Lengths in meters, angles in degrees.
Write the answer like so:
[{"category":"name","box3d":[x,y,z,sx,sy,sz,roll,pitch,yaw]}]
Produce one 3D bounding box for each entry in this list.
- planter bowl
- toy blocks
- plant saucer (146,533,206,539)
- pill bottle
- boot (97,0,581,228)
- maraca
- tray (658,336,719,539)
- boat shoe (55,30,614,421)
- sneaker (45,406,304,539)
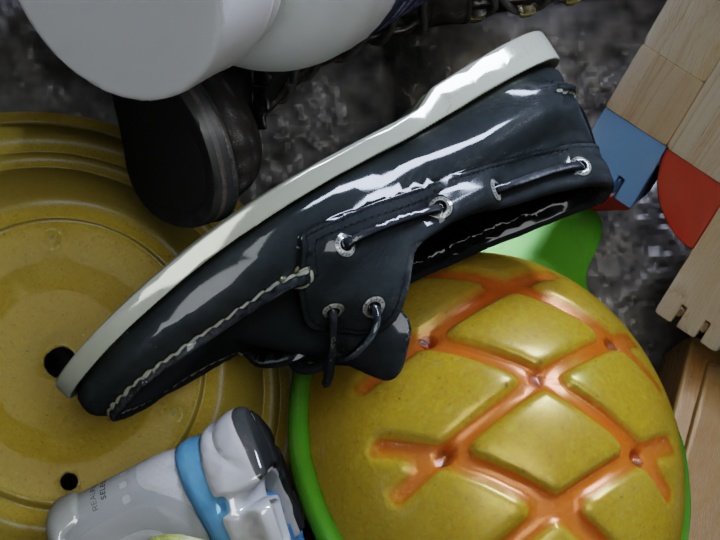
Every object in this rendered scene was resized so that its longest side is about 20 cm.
[{"category":"planter bowl","box3d":[-0.100,0.036,0.961,0.199,0.083,0.201,3,78,-13]},{"category":"toy blocks","box3d":[0.153,-0.024,0.991,0.200,0.100,0.137,34,112,10]},{"category":"plant saucer","box3d":[-0.004,0.197,0.900,0.199,0.048,0.200,20,119,-8]},{"category":"pill bottle","box3d":[-0.010,-0.126,0.876,0.111,0.111,0.200,52,47,2]},{"category":"boot","box3d":[-0.002,-0.089,0.968,0.173,0.200,0.070,-12,119,-10]},{"category":"maraca","box3d":[0.040,0.043,0.982,0.136,0.107,0.201,2,57,-21]},{"category":"tray","box3d":[0.129,0.134,1.015,0.098,0.037,0.201,18,76,-8]},{"category":"boat shoe","box3d":[-0.001,0.001,0.916,0.199,0.075,0.066,-33,84,-31]},{"category":"sneaker","box3d":[-0.044,0.138,0.936,0.086,0.075,0.201,-17,115,4]}]
